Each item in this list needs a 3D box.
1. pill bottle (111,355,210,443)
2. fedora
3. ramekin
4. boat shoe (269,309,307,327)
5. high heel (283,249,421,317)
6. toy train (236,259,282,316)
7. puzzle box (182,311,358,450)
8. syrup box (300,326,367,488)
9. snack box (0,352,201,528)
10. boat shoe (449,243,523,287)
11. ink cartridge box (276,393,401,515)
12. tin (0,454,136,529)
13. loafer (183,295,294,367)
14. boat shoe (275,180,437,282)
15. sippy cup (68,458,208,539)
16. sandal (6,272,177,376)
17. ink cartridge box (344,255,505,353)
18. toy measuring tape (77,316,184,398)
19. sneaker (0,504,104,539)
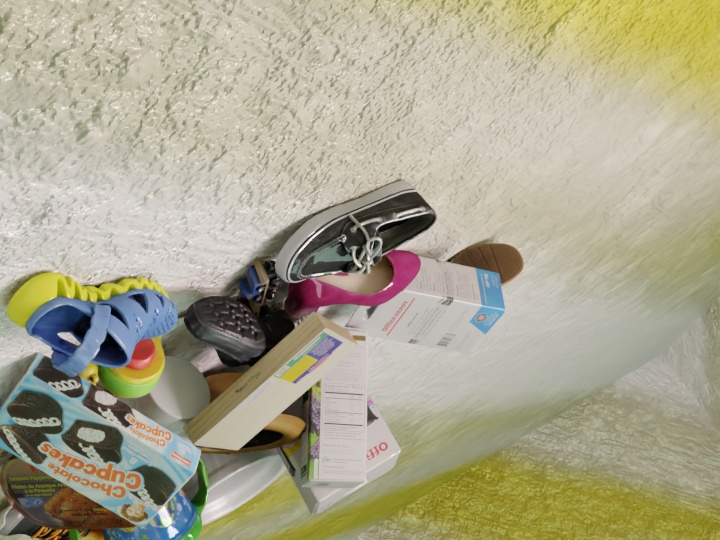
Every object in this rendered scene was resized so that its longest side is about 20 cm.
[{"bbox_3d":[-0.258,0.192,1.250,0.112,0.114,0.200,-10,150,-48],"label":"pill bottle"},{"bbox_3d":[-0.166,0.184,1.379,0.196,0.083,0.201,-3,159,-1],"label":"fedora"},{"bbox_3d":[-0.213,0.292,1.576,0.198,0.098,0.201,-30,161,-12],"label":"ramekin"},{"bbox_3d":[-0.095,0.110,1.379,0.060,0.072,0.202,-24,156,-14],"label":"boat shoe"},{"bbox_3d":[0.000,0.000,1.294,0.197,0.068,0.096,-12,158,-24],"label":"high heel"},{"bbox_3d":[-0.129,0.046,1.240,0.045,0.035,0.201,-13,153,-23],"label":"toy train"},{"bbox_3d":[-0.099,0.131,1.213,0.199,0.026,0.133,-41,160,4],"label":"puzzle box"},{"bbox_3d":[-0.035,0.183,1.413,0.080,0.204,0.079,4,163,-12],"label":"syrup box"},{"bbox_3d":[-0.279,0.181,1.104,0.116,0.198,0.037,-46,-162,31],"label":"snack box"},{"bbox_3d":[0.149,0.020,1.572,0.197,0.073,0.065,-25,166,-12],"label":"boat shoe"},{"bbox_3d":[-0.053,0.215,1.499,0.146,0.202,0.086,-27,161,-17],"label":"ink cartridge box"},{"bbox_3d":[-0.320,0.242,1.211,0.196,0.113,0.042,-6,-146,21],"label":"tin"},{"bbox_3d":[-0.135,0.079,1.178,0.070,0.069,0.200,-39,154,14],"label":"loafer"},{"bbox_3d":[-0.001,-0.031,1.183,0.197,0.068,0.074,-25,143,-29],"label":"boat shoe"},{"bbox_3d":[-0.292,0.305,1.398,0.137,0.132,0.178,-11,-159,21],"label":"sippy cup"},{"bbox_3d":[-0.242,0.057,1.004,0.079,0.088,0.199,-44,160,23],"label":"sandal"},{"bbox_3d":[0.084,0.042,1.446,0.196,0.068,0.116,12,141,-21],"label":"ink cartridge box"},{"bbox_3d":[-0.215,0.090,1.145,0.198,0.074,0.074,-17,155,-39],"label":"toy measuring tape"},{"bbox_3d":[-0.396,0.327,1.398,0.078,0.078,0.199,-39,159,23],"label":"sneaker"}]
